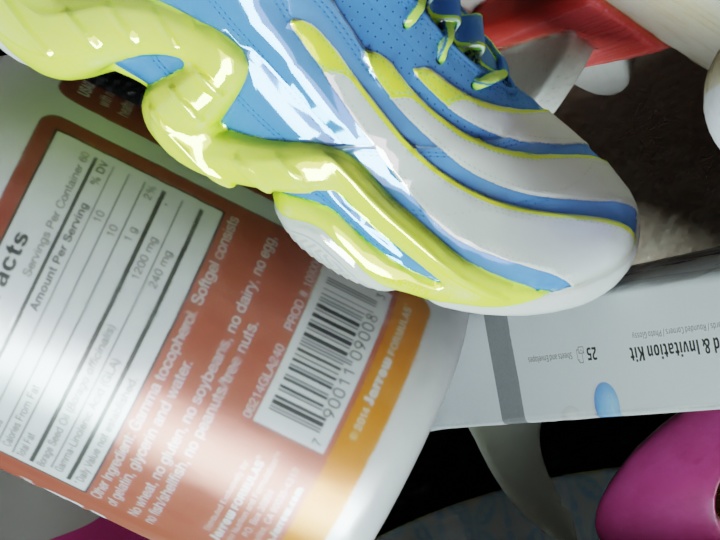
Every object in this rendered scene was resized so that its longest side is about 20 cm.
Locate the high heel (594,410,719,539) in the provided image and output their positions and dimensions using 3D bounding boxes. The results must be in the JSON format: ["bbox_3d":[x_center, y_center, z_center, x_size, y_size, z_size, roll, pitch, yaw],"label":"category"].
[{"bbox_3d":[0.153,0.074,0.773,0.200,0.096,0.067,-26,120,32],"label":"high heel"}]

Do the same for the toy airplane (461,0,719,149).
[{"bbox_3d":[0.099,-0.079,0.699,0.199,0.142,0.200,-2,143,-2],"label":"toy airplane"}]

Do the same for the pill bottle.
[{"bbox_3d":[-0.078,0.007,0.730,0.199,0.112,0.112,27,132,-6],"label":"pill bottle"}]

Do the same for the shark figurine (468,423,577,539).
[{"bbox_3d":[-0.006,0.014,0.837,0.128,0.090,0.215,-7,136,22],"label":"shark figurine"}]

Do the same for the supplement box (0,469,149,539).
[{"bbox_3d":[-0.116,0.172,0.994,0.101,0.104,0.200,12,133,-7],"label":"supplement box"}]

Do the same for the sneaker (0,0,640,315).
[{"bbox_3d":[-0.004,-0.064,0.651,0.199,0.076,0.105,24,135,-7],"label":"sneaker"}]

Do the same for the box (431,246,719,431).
[{"bbox_3d":[0.128,0.009,0.741,0.155,0.041,0.200,-12,179,-29],"label":"box"}]

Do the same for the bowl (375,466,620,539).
[{"bbox_3d":[0.078,0.155,0.875,0.199,0.200,0.108,-11,106,14],"label":"bowl"}]
